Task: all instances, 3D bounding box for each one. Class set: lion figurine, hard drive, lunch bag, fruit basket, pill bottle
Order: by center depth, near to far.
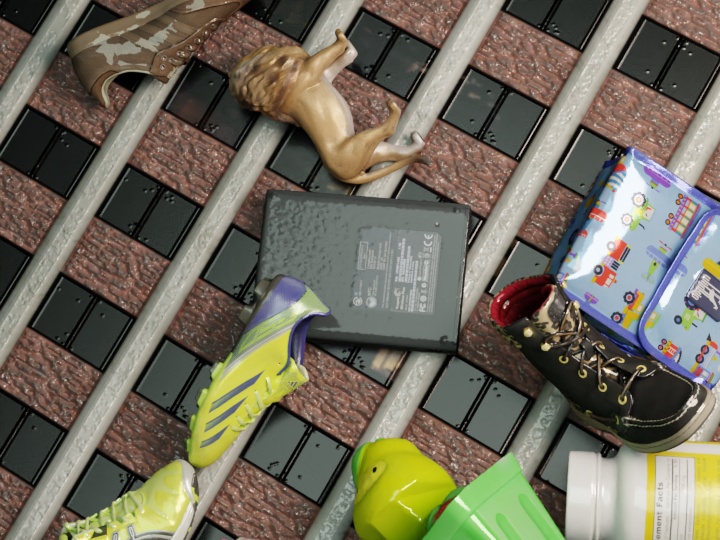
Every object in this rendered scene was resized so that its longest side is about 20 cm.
[{"bbox_3d":[0.051,0.231,1.432,0.213,0.155,0.219,6,104,26],"label":"fruit basket"},{"bbox_3d":[0.278,0.204,1.453,0.197,0.111,0.113,3,77,8],"label":"pill bottle"},{"bbox_3d":[0.281,0.008,1.521,0.199,0.094,0.152,31,81,-3],"label":"lunch bag"},{"bbox_3d":[0.000,0.000,1.575,0.197,0.033,0.141,5,78,8],"label":"hard drive"},{"bbox_3d":[-0.031,-0.146,1.595,0.122,0.072,0.201,-38,79,5],"label":"lion figurine"}]

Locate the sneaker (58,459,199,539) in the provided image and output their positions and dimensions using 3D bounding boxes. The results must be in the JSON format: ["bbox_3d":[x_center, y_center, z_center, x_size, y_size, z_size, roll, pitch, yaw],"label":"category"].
[{"bbox_3d":[-0.226,0.248,1.512,0.200,0.076,0.075,-48,33,-7],"label":"sneaker"}]

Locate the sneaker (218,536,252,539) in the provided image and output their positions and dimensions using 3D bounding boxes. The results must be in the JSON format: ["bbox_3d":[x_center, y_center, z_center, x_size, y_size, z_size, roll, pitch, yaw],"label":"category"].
[{"bbox_3d":[-0.096,0.279,1.497,0.198,0.081,0.089,-14,77,3],"label":"sneaker"}]

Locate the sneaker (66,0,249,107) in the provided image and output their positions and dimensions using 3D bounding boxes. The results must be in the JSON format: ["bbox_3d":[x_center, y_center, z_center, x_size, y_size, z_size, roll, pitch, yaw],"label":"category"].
[{"bbox_3d":[-0.186,-0.227,1.644,0.198,0.070,0.076,-22,94,5],"label":"sneaker"}]

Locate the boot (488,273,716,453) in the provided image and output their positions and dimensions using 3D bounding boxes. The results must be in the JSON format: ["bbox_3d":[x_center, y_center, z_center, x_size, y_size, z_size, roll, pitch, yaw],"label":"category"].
[{"bbox_3d":[0.201,0.076,1.426,0.151,0.200,0.073,44,80,-19],"label":"boot"}]

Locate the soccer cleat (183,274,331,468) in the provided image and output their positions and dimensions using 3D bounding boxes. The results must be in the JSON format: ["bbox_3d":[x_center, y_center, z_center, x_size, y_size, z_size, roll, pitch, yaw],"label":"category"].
[{"bbox_3d":[-0.095,0.101,1.531,0.083,0.065,0.202,28,98,3],"label":"soccer cleat"}]
